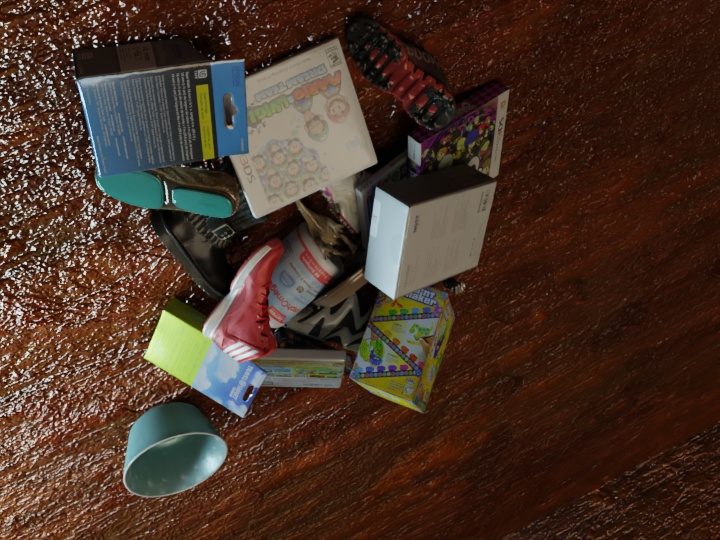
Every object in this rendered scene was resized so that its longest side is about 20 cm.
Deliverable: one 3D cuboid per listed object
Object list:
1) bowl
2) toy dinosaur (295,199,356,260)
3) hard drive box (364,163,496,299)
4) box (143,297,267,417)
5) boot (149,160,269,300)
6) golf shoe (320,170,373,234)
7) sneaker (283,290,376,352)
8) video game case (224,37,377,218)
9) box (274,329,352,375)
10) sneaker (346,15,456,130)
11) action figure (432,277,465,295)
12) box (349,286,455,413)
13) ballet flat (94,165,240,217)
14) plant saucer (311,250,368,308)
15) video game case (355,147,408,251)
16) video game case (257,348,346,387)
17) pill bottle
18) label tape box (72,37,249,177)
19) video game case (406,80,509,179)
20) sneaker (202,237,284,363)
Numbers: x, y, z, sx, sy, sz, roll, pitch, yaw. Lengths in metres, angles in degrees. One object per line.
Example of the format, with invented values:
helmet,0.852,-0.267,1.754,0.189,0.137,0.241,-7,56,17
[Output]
bowl,-0.361,0.328,1.451,0.196,0.106,0.204,-18,140,-15
toy dinosaur,-0.065,-0.069,1.198,0.058,0.101,0.200,-45,135,0
hard drive box,0.109,-0.065,1.185,0.197,0.076,0.160,-19,129,-39
box,-0.253,0.146,1.273,0.197,0.048,0.123,31,122,-2
boot,-0.201,-0.054,1.153,0.156,0.080,0.212,-31,142,1
golf shoe,-0.026,-0.140,1.193,0.091,0.075,0.200,-41,149,-3
sneaker,-0.057,0.064,1.397,0.194,0.133,0.079,18,172,-3
video game case,-0.091,-0.195,1.053,0.196,0.024,0.186,-25,115,-8
box,-0.124,0.167,1.437,0.134,0.039,0.198,-16,152,33
sneaker,0.056,-0.288,1.076,0.199,0.099,0.070,36,125,-26
action figure,0.132,0.001,1.421,0.116,0.103,0.203,-4,134,-20
box,0.083,0.136,1.382,0.200,0.119,0.197,56,53,-70
ballet flat,-0.259,-0.119,1.042,0.194,0.066,0.072,14,132,-6
plant saucer,0.000,0.000,1.287,0.199,0.030,0.200,-39,-175,4
video game case,0.074,-0.136,1.245,0.199,0.018,0.145,-40,149,-21
video game case,-0.127,0.178,1.383,0.194,0.024,0.183,2,157,-4
pill bottle,-0.130,0.022,1.261,0.199,0.110,0.108,-40,142,12
label tape box,-0.244,-0.207,0.956,0.195,0.064,0.146,-12,139,-17
video game case,0.156,-0.186,1.241,0.198,0.036,0.184,-33,145,-24
sneaker,-0.150,0.056,1.181,0.202,0.115,0.078,-53,172,21
